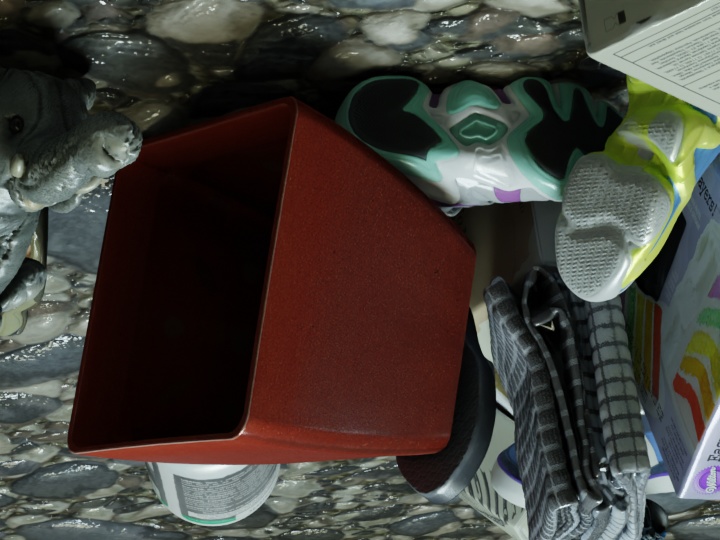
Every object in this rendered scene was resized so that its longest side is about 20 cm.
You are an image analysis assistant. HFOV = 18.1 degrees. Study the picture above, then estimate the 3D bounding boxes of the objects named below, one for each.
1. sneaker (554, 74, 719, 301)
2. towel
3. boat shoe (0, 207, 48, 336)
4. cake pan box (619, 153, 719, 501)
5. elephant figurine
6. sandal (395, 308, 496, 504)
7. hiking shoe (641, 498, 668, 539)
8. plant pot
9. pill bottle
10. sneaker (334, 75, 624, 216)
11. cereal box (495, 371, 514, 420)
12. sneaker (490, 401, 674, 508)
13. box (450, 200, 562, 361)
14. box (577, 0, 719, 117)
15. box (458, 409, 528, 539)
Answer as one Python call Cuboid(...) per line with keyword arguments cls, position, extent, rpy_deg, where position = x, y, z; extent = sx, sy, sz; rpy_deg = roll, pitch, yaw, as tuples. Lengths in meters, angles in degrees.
Cuboid(cls="sneaker", position=(0.193, -0.070, 1.358), extent=(0.104, 0.076, 0.201), rpy_deg=(-2, 124, -44))
Cuboid(cls="towel", position=(0.133, 0.095, 1.469), extent=(0.085, 0.167, 0.200), rpy_deg=(-9, 160, 1))
Cuboid(cls="boat shoe", position=(-0.249, -0.007, 1.495), extent=(0.073, 0.076, 0.200), rpy_deg=(4, 155, -15))
Cuboid(cls="cake pan box", position=(0.221, 0.012, 1.436), extent=(0.052, 0.201, 0.185), rpy_deg=(4, 131, -17))
Cuboid(cls="elephant figurine", position=(-0.203, -0.068, 1.304), extent=(0.200, 0.155, 0.141), rpy_deg=(-51, 173, 27))
Cuboid(cls="sandal", position=(0.062, 0.079, 1.454), extent=(0.043, 0.201, 0.076), rpy_deg=(40, 114, -22))
Cuboid(cls="hiking shoe", position=(0.181, 0.193, 1.618), extent=(0.086, 0.075, 0.200), rpy_deg=(-36, -169, 1))
Cuboid(cls="plant pot", position=(-0.042, 0.029, 1.391), extent=(0.175, 0.202, 0.199), rpy_deg=(18, 163, -35))
Cuboid(cls="pill bottle", position=(-0.120, 0.122, 1.785), extent=(0.112, 0.114, 0.200), rpy_deg=(-5, 158, -3))
Cuboid(cls="sneaker", position=(0.071, -0.065, 1.442), extent=(0.198, 0.078, 0.140), rpy_deg=(9, 157, -10))
Cuboid(cls="cereal box", position=(0.120, 0.093, 1.753), extent=(0.040, 0.144, 0.200), rpy_deg=(-47, 154, -4))
Cuboid(cls="sneaker", position=(0.191, 0.087, 1.606), extent=(0.198, 0.081, 0.148), rpy_deg=(-5, 120, -25))
Cuboid(cls="box", position=(0.098, -0.005, 1.560), extent=(0.077, 0.096, 0.200), rpy_deg=(6, 154, -28))
Cuboid(cls="box", position=(0.220, -0.157, 1.199), extent=(0.127, 0.110, 0.199), rpy_deg=(-24, 152, 37))
Cuboid(cls="box", position=(0.068, 0.125, 1.743), extent=(0.199, 0.069, 0.082), rpy_deg=(35, 172, 23))
